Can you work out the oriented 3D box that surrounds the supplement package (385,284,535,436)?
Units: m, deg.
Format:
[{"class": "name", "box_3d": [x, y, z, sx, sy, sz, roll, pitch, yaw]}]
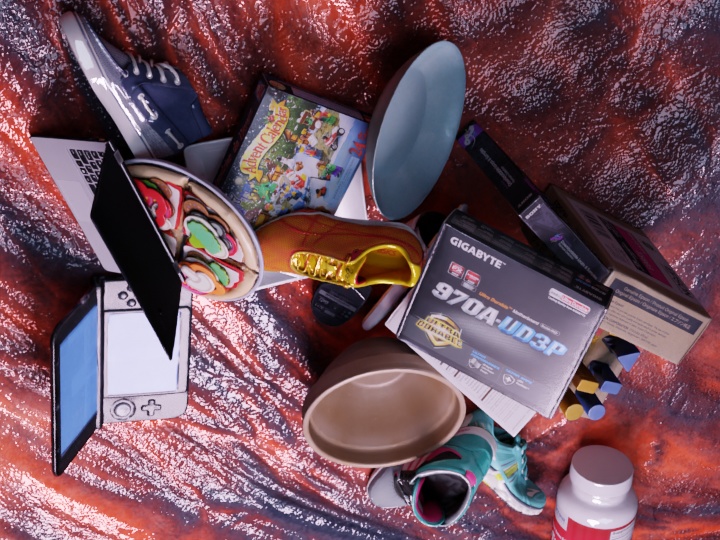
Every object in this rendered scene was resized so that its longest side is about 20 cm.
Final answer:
[{"class": "supplement package", "box_3d": [0.148, 0.072, 1.602, 0.200, 0.121, 0.120, 41, 108, 4]}]

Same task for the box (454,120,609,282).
[{"class": "box", "box_3d": [0.190, -0.076, 1.529, 0.036, 0.200, 0.143, -43, 123, 8]}]

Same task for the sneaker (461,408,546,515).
[{"class": "sneaker", "box_3d": [0.195, 0.256, 1.816, 0.080, 0.078, 0.200, -44, 123, 1]}]

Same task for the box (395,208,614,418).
[{"class": "box", "box_3d": [0.155, 0.048, 1.489, 0.198, 0.046, 0.160, 28, 122, 8]}]

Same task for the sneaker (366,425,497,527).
[{"class": "sneaker", "box_3d": [0.077, 0.279, 1.727, 0.199, 0.121, 0.084, -30, 103, 30]}]

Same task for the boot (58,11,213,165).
[{"class": "boot", "box_3d": [-0.230, -0.200, 1.407, 0.090, 0.073, 0.201, -30, 134, -4]}]

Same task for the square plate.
[{"class": "square plate", "box_3d": [-0.091, -0.076, 1.545, 0.195, 0.029, 0.202, -13, 123, -9]}]

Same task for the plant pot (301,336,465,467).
[{"class": "plant pot", "box_3d": [0.023, 0.146, 1.663, 0.198, 0.094, 0.202, -6, 139, -5]}]

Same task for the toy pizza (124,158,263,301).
[{"class": "toy pizza", "box_3d": [-0.194, -0.036, 1.459, 0.198, 0.032, 0.202, 21, 142, 17]}]

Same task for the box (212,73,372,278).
[{"class": "box", "box_3d": [-0.084, -0.099, 1.493, 0.135, 0.038, 0.202, 16, 114, -26]}]

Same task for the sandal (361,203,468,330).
[{"class": "sandal", "box_3d": [0.047, -0.011, 1.603, 0.059, 0.079, 0.207, 42, 121, 3]}]

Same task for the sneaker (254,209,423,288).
[{"class": "sneaker", "box_3d": [-0.030, -0.019, 1.479, 0.197, 0.078, 0.074, -1, 125, 3]}]

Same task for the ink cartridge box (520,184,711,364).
[{"class": "ink cartridge box", "box_3d": [0.298, 0.002, 1.613, 0.163, 0.201, 0.076, 23, 113, -29]}]

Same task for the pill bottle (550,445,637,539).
[{"class": "pill bottle", "box_3d": [0.322, 0.347, 1.885, 0.111, 0.113, 0.202, -6, 122, -14]}]

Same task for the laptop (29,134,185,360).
[{"class": "laptop", "box_3d": [-0.267, -0.027, 1.401, 0.116, 0.198, 0.189, -51, 133, -34]}]

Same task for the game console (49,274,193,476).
[{"class": "game console", "box_3d": [-0.270, 0.118, 1.553, 0.170, 0.119, 0.202, -2, 122, -16]}]

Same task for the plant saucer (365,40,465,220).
[{"class": "plant saucer", "box_3d": [0.051, -0.156, 1.487, 0.201, 0.038, 0.203, -46, 148, -41]}]

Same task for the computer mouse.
[{"class": "computer mouse", "box_3d": [0.000, 0.000, 1.582, 0.058, 0.034, 0.200, 30, 135, -12]}]

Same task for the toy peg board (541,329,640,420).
[{"class": "toy peg board", "box_3d": [0.274, 0.111, 1.735, 0.197, 0.098, 0.202, 14, 116, -24]}]
